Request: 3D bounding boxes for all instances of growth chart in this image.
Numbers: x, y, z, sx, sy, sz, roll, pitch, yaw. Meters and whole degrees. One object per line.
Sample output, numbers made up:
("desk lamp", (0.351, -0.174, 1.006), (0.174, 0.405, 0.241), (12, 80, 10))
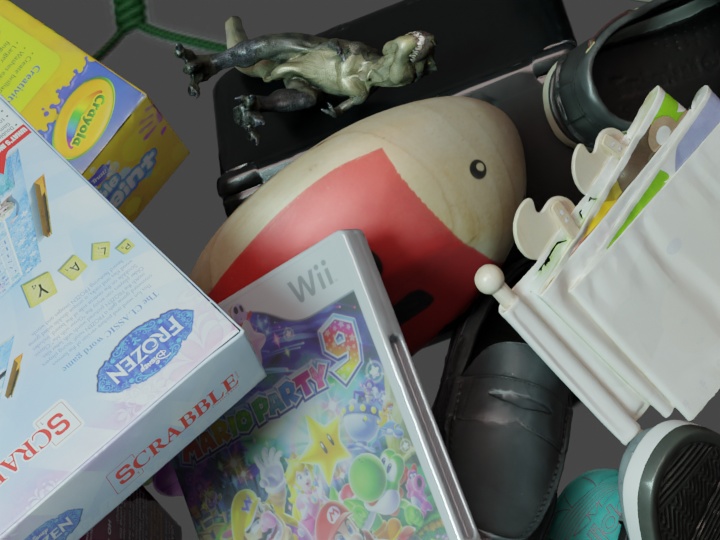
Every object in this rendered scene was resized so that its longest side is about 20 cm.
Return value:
("growth chart", (0.153, -0.013, 1.142), (0.200, 0.145, 0.018), (-42, 16, -21))

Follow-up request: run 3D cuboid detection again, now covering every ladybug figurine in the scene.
("ladybug figurine", (0.000, 0.000, 1.158), (0.200, 0.135, 0.072), (-40, 52, 20))

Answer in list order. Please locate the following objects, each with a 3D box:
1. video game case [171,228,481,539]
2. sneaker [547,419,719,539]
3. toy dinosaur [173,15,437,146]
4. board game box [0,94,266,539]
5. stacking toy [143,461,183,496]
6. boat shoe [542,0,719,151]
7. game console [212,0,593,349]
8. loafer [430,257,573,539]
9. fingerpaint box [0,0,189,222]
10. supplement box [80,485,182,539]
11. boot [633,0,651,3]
("video game case", (-0.019, 0.102, 1.091), (0.143, 0.018, 0.201), (-31, 73, 35))
("sneaker", (0.130, 0.116, 1.078), (0.120, 0.200, 0.084), (24, 67, 41))
("toy dinosaur", (-0.042, -0.104, 1.255), (0.088, 0.048, 0.199), (-22, 22, -32))
("board game box", (-0.177, 0.044, 1.057), (0.200, 0.041, 0.199), (-40, 55, -11))
("stacking toy", (-0.098, 0.075, 1.225), (0.199, 0.110, 0.116), (36, 77, 13))
("boat shoe", (0.189, -0.113, 1.200), (0.200, 0.063, 0.074), (-22, 90, -17))
("game console", (0.033, -0.056, 1.277), (0.199, 0.116, 0.177), (-21, 92, 8))
("loafer", (0.066, 0.065, 1.132), (0.068, 0.071, 0.201), (18, 33, -5))
("fingerpaint box", (-0.221, -0.042, 1.319), (0.166, 0.073, 0.200), (33, 80, 28))
("supplement box", (-0.167, 0.133, 1.149), (0.109, 0.200, 0.086), (-7, 62, 13))
("boot", (0.109, -0.235, 1.256), (0.073, 0.151, 0.200), (-40, 59, -15))
